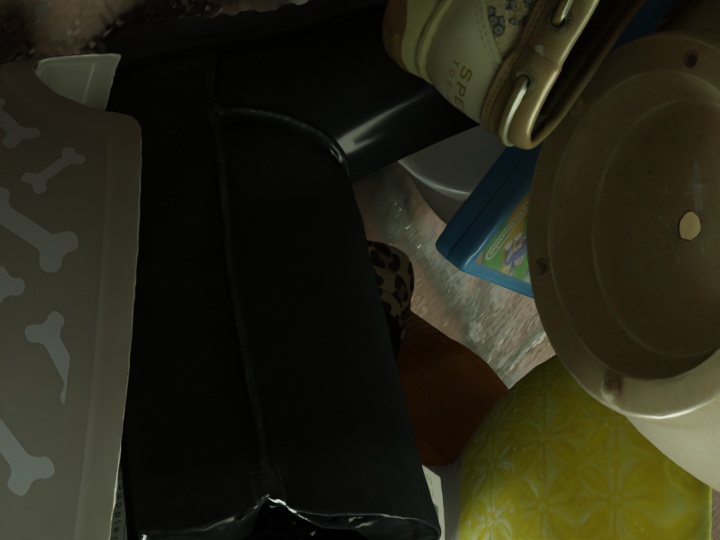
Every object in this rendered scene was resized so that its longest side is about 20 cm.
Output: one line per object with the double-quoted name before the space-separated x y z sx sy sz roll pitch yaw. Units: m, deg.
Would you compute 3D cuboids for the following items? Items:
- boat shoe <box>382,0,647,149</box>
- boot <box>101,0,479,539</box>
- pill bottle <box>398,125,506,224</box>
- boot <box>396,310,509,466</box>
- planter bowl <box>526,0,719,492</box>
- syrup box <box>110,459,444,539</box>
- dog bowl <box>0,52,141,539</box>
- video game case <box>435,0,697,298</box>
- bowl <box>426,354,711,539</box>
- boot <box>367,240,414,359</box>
"boat shoe" 0.096 -0.121 0.769 0.200 0.063 0.073 -47 156 -2
"boot" -0.001 0.000 0.793 0.165 0.200 0.066 -12 139 4
"pill bottle" 0.083 -0.056 1.017 0.116 0.116 0.200 -50 156 7
"boot" -0.017 0.101 1.061 0.201 0.144 0.071 -38 154 -18
"planter bowl" 0.139 -0.011 0.799 0.135 0.200 0.200 3 129 -37
"syrup box" -0.074 0.113 0.863 0.200 0.081 0.079 -23 137 30
"dog bowl" -0.108 0.029 0.762 0.059 0.200 0.200 6 136 -11
"video game case" 0.118 -0.043 0.932 0.143 0.018 0.200 -53 152 10
"bowl" 0.071 0.117 0.958 0.200 0.108 0.200 3 90 -88
"boot" -0.054 0.081 0.994 0.073 0.151 0.200 31 140 -30
